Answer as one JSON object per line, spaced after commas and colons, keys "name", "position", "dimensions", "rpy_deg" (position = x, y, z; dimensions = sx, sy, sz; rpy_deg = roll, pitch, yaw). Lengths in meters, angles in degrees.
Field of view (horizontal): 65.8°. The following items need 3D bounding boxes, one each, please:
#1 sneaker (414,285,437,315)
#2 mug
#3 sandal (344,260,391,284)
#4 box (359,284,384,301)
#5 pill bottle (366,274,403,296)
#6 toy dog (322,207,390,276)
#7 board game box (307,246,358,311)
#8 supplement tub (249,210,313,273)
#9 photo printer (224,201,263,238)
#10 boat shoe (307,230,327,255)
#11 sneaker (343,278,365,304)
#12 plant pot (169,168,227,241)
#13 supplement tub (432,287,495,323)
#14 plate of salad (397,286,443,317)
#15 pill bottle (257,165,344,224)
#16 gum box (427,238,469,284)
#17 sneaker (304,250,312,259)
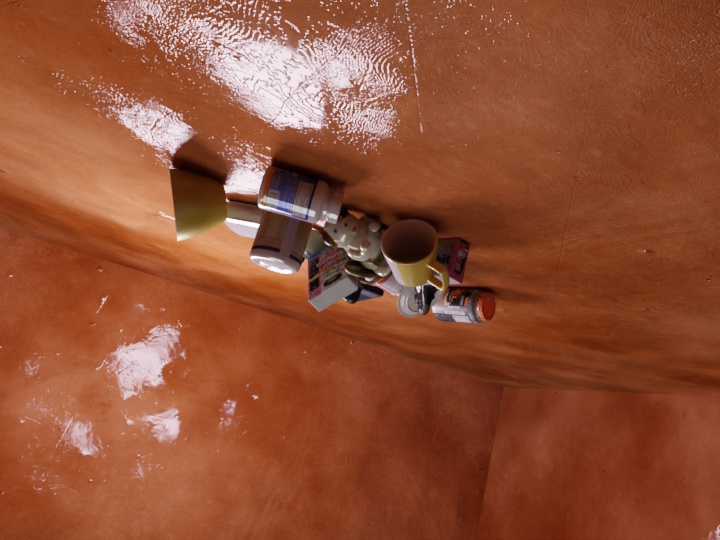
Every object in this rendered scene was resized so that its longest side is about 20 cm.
{"name": "sneaker", "position": [0.231, 0.052, 1.769], "dimensions": [0.114, 0.200, 0.076], "rpy_deg": [-12, -149, -20]}
{"name": "mug", "position": [0.142, -0.019, 1.484], "dimensions": [0.149, 0.187, 0.153], "rpy_deg": [-15, 143, 1]}
{"name": "sandal", "position": [0.023, 0.012, 1.646], "dimensions": [0.080, 0.054, 0.200], "rpy_deg": [35, -163, 29]}
{"name": "box", "position": [-0.015, 0.033, 2.018], "dimensions": [0.148, 0.107, 0.200], "rpy_deg": [21, 163, -23]}
{"name": "pill bottle", "position": [0.101, 0.016, 1.848], "dimensions": [0.109, 0.110, 0.200], "rpy_deg": [1, 160, 40]}
{"name": "toy dog", "position": [-0.009, -0.098, 1.558], "dimensions": [0.200, 0.140, 0.194], "rpy_deg": [29, 178, -37]}
{"name": "board game box", "position": [-0.087, 0.008, 1.695], "dimensions": [0.147, 0.200, 0.064], "rpy_deg": [-30, 125, 17]}
{"name": "supplement tub", "position": [-0.213, -0.105, 1.545], "dimensions": [0.144, 0.200, 0.144], "rpy_deg": [14, 164, 4]}
{"name": "photo printer", "position": [-0.333, -0.151, 1.742], "dimensions": [0.200, 0.070, 0.166], "rpy_deg": [12, 164, 12]}
{"name": "boat shoe", "position": [-0.114, -0.077, 1.799], "dimensions": [0.201, 0.072, 0.061], "rpy_deg": [32, -164, -25]}
{"name": "sneaker", "position": [0.000, 0.000, 1.735], "dimensions": [0.075, 0.200, 0.115], "rpy_deg": [18, 157, -32]}
{"name": "plant pot", "position": [-0.452, -0.188, 1.561], "dimensions": [0.142, 0.200, 0.200], "rpy_deg": [-7, 171, -19]}
{"name": "supplement tub", "position": [0.362, 0.123, 1.953], "dimensions": [0.200, 0.123, 0.122], "rpy_deg": [0, 159, 41]}
{"name": "plate of salad", "position": [0.201, 0.070, 1.854], "dimensions": [0.200, 0.200, 0.048], "rpy_deg": [33, -169, -48]}
{"name": "pill bottle", "position": [-0.145, -0.182, 1.382], "dimensions": [0.200, 0.112, 0.112], "rpy_deg": [15, 165, -3]}
{"name": "gum box", "position": [0.215, -0.023, 1.595], "dimensions": [0.066, 0.114, 0.200], "rpy_deg": [27, 161, -37]}
{"name": "sneaker", "position": [-0.116, -0.062, 1.873], "dimensions": [0.091, 0.076, 0.200], "rpy_deg": [-4, 166, 34]}
